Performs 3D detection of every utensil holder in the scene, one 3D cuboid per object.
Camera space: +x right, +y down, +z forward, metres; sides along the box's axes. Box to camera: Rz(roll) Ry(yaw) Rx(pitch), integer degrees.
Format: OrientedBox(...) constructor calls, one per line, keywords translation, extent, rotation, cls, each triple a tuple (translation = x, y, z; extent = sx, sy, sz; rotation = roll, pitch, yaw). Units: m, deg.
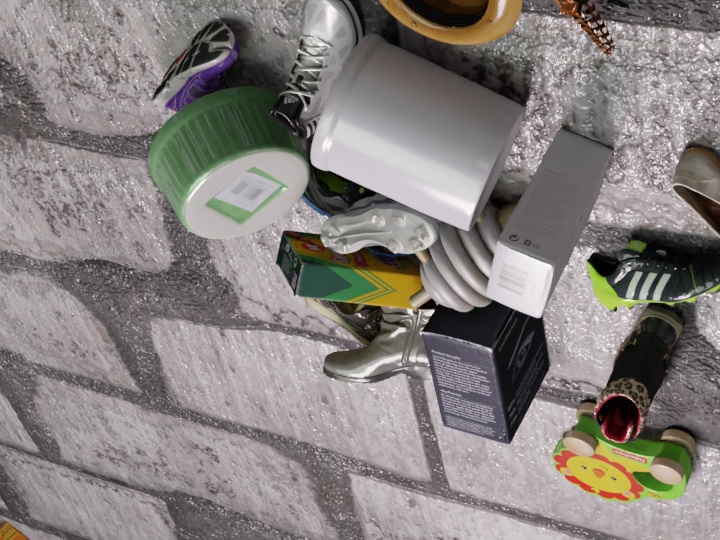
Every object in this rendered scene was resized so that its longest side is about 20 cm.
OrientedBox(translation=(0.068, -0.158, 1.557), extent=(0.200, 0.170, 0.170), rotation=(24, 144, 8), cls="utensil holder")

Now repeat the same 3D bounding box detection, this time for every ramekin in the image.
OrientedBox(translation=(-0.161, -0.130, 1.722), extent=(0.098, 0.200, 0.200), rotation=(62, 156, 29), cls="ramekin")

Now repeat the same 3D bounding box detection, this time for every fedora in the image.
OrientedBox(translation=(0.093, -0.329, 1.409), extent=(0.200, 0.082, 0.201), rotation=(20, 148, 14), cls="fedora")

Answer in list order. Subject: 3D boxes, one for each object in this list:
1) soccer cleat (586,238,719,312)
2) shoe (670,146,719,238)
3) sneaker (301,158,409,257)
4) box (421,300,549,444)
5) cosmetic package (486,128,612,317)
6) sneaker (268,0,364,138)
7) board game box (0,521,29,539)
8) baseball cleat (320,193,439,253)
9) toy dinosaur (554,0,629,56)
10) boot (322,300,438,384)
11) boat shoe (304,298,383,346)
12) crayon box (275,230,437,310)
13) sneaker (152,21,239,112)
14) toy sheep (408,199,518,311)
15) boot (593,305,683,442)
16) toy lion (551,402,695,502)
OrientedBox(translation=(0.355, -0.001, 1.608), extent=(0.200, 0.068, 0.081), rotation=(-12, 112, 45), cls="soccer cleat")
OrientedBox(translation=(0.417, -0.051, 1.506), extent=(0.200, 0.053, 0.070), rotation=(43, 143, -13), cls="shoe")
OrientedBox(translation=(0.005, -0.085, 1.769), extent=(0.199, 0.071, 0.083), rotation=(32, 151, 8), cls="sneaker")
OrientedBox(translation=(0.170, 0.107, 1.802), extent=(0.104, 0.148, 0.200), rotation=(13, 138, 27), cls="box")
OrientedBox(translation=(0.215, -0.055, 1.531), extent=(0.074, 0.200, 0.102), rotation=(24, 144, 13), cls="cosmetic package")
OrientedBox(translation=(-0.054, -0.234, 1.603), extent=(0.076, 0.115, 0.201), rotation=(23, 143, 15), cls="sneaker")
OrientedBox(translation=(-0.900, 0.780, 3.363), extent=(0.200, 0.200, 0.200), rotation=(44, 142, -14), cls="board game box")
OrientedBox(translation=(0.036, -0.067, 1.663), extent=(0.200, 0.106, 0.070), rotation=(1, 123, 46), cls="baseball cleat")
OrientedBox(translation=(0.220, -0.311, 1.350), extent=(0.136, 0.102, 0.200), rotation=(13, 160, 50), cls="toy dinosaur")
OrientedBox(translation=(0.038, 0.084, 1.870), extent=(0.199, 0.068, 0.131), rotation=(-3, 115, 15), cls="boot")
OrientedBox(translation=(0.007, 0.058, 1.930), extent=(0.200, 0.073, 0.065), rotation=(24, 154, 12), cls="boat shoe")
OrientedBox(translation=(0.000, 0.000, 1.783), extent=(0.199, 0.127, 0.051), rotation=(7, 109, -19), cls="crayon box")
OrientedBox(translation=(-0.196, -0.253, 1.745), extent=(0.083, 0.081, 0.200), rotation=(30, 156, -18), cls="sneaker")
OrientedBox(translation=(0.137, -0.017, 1.693), extent=(0.200, 0.138, 0.138), rotation=(-37, 108, 27), cls="toy sheep")
OrientedBox(translation=(0.343, 0.154, 1.718), extent=(0.073, 0.151, 0.200), rotation=(26, 144, 10), cls="boot")
OrientedBox(translation=(0.370, 0.278, 1.927), extent=(0.200, 0.069, 0.192), rotation=(16, 148, 23), cls="toy lion")
